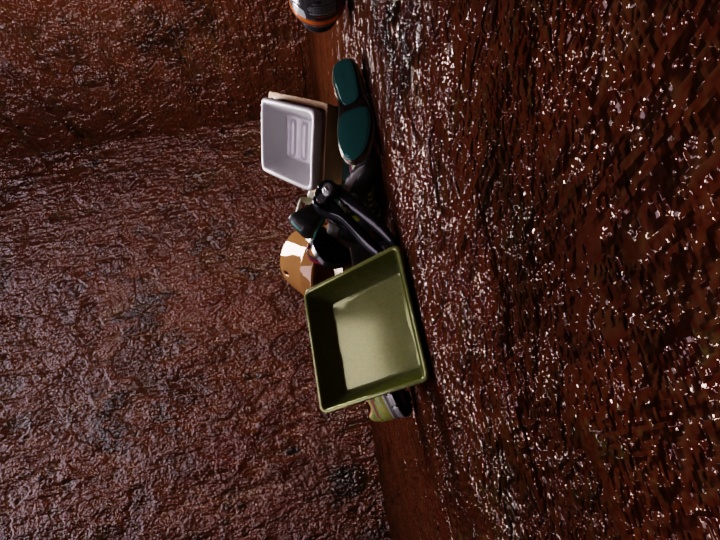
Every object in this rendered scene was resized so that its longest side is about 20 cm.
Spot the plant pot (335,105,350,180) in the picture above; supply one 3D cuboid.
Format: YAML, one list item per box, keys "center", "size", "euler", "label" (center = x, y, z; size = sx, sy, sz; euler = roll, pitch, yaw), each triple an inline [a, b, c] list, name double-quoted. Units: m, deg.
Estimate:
- center: [-0.064, -0.240, 1.152]
  size: [0.142, 0.140, 0.201]
  euler: [-105, 1, -56]
  label: "plant pot"

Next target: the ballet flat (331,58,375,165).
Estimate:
- center: [-0.005, -0.259, 0.858]
  size: [0.062, 0.067, 0.202]
  euler: [32, -131, -64]
  label: "ballet flat"

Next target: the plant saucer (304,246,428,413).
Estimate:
- center: [0.011, 0.094, 0.778]
  size: [0.048, 0.199, 0.201]
  euler: [17, -125, -49]
  label: "plant saucer"

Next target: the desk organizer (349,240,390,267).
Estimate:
- center: [0.034, 0.060, 0.867]
  size: [0.077, 0.071, 0.202]
  euler: [84, 175, -68]
  label: "desk organizer"

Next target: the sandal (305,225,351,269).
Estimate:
- center: [-0.070, -0.038, 0.960]
  size: [0.045, 0.074, 0.200]
  euler: [-70, 24, 16]
  label: "sandal"

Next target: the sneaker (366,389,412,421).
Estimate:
- center: [0.014, 0.185, 0.942]
  size: [0.078, 0.090, 0.201]
  euler: [5, -123, -55]
  label: "sneaker"

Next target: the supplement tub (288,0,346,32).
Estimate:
- center: [-0.073, -0.486, 0.866]
  size: [0.200, 0.106, 0.108]
  euler: [116, 144, -83]
  label: "supplement tub"

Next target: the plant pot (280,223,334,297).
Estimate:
- center: [-0.083, -0.017, 1.144]
  size: [0.139, 0.200, 0.202]
  euler: [18, 127, 38]
  label: "plant pot"

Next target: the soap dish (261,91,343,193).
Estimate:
- center: [-0.107, -0.240, 0.955]
  size: [0.199, 0.081, 0.159]
  euler: [30, 124, 45]
  label: "soap dish"

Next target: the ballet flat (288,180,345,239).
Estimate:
- center: [-0.075, -0.130, 0.971]
  size: [0.068, 0.068, 0.200]
  euler: [-64, -4, 36]
  label: "ballet flat"

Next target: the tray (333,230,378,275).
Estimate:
- center: [0.000, 0.000, 0.996]
  size: [0.037, 0.098, 0.201]
  euler: [-51, 42, 44]
  label: "tray"

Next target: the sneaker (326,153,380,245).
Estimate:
- center: [0.005, -0.123, 0.926]
  size: [0.075, 0.084, 0.200]
  euler: [-60, -2, -38]
  label: "sneaker"

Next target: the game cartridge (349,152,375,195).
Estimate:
- center: [0.001, -0.193, 1.004]
  size: [0.133, 0.040, 0.202]
  euler: [-115, 16, -62]
  label: "game cartridge"

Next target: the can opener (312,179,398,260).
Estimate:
- center: [-0.009, -0.086, 0.834]
  size: [0.200, 0.064, 0.078]
  euler: [38, -175, 38]
  label: "can opener"
